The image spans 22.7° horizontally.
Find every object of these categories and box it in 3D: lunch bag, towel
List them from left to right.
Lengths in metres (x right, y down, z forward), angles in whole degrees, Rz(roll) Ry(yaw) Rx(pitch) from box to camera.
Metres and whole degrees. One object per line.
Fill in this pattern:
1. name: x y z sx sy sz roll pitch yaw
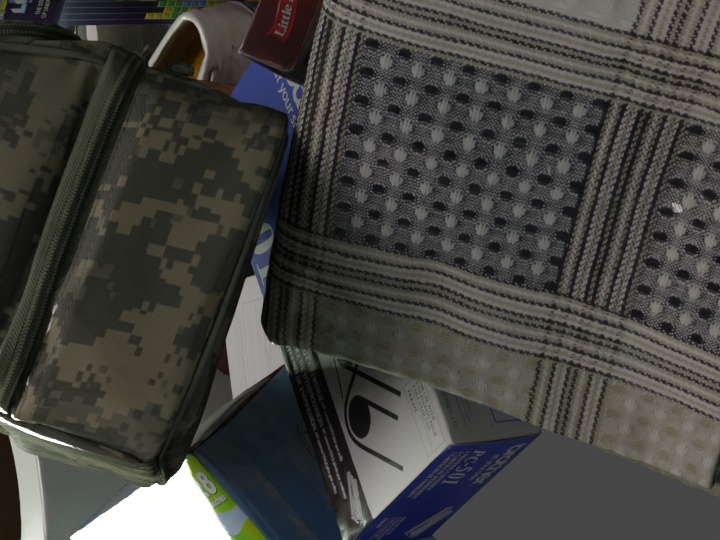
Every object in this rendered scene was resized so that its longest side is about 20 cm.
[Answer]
1. lunch bag: -0.125 -0.011 0.654 0.200 0.167 0.140 131 156 -79
2. towel: 0.072 -0.021 0.581 0.035 0.199 0.194 -63 -11 -57

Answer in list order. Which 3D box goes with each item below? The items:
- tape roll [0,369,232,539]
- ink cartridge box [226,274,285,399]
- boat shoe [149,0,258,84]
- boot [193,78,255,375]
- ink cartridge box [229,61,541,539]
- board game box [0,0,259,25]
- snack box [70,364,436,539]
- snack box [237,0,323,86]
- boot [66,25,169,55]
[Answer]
1. tape roll: -0.151 0.119 1.048 0.202 0.138 0.204 14 106 61
2. ink cartridge box: 0.009 0.043 0.817 0.200 0.059 0.105 -16 80 59
3. boat shoe: -0.114 -0.062 0.960 0.200 0.070 0.071 -50 63 33
4. boot: -0.116 -0.010 0.916 0.201 0.165 0.073 97 154 -42
5. ink cartridge box: 0.000 0.000 0.722 0.094 0.044 0.201 -50 51 48
6. board game box: -0.154 -0.216 0.971 0.201 0.164 0.057 64 146 35
7. snack box: -0.035 0.148 0.827 0.169 0.068 0.200 50 149 -2
8. snack box: 0.011 -0.164 0.659 0.072 0.024 0.201 4 -71 -80
9. boot: -0.109 -0.084 1.037 0.130 0.067 0.202 16 108 48
